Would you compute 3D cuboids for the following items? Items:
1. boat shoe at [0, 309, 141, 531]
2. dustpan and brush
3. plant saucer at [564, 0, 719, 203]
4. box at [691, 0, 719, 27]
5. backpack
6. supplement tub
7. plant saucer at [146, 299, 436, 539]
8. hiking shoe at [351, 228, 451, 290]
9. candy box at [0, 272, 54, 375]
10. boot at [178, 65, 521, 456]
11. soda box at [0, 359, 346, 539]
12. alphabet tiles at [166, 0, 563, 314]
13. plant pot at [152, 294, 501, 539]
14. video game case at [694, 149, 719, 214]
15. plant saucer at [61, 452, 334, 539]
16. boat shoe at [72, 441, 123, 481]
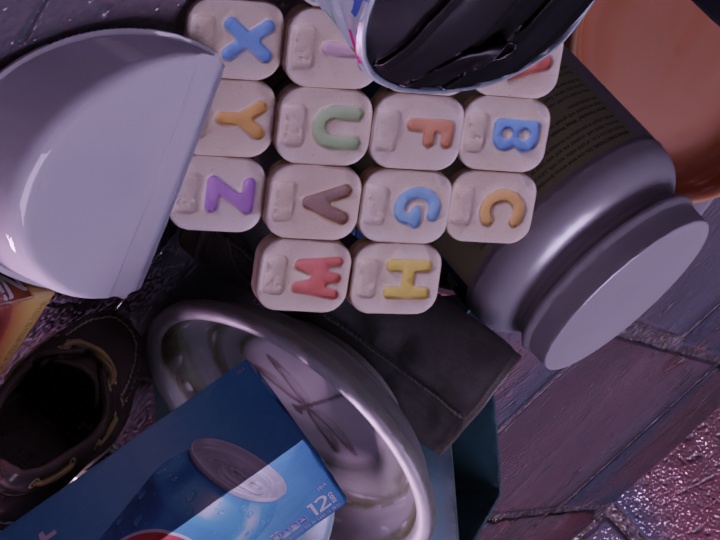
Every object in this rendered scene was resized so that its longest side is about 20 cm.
[{"bbox_3d":[-0.163,0.073,0.940,0.060,0.072,0.200,-48,-176,31],"label":"boat shoe"},{"bbox_3d":[-0.160,-0.051,0.779,0.200,0.057,0.140,-7,124,-59],"label":"dustpan and brush"},{"bbox_3d":[0.210,-0.144,1.131,0.200,0.200,0.037,-33,-156,-19],"label":"plant saucer"},{"bbox_3d":[0.224,-0.199,0.941,0.124,0.200,0.197,-49,159,20],"label":"box"},{"bbox_3d":[0.053,-0.178,0.746,0.177,0.151,0.200,-7,135,-49],"label":"backpack"},{"bbox_3d":[0.090,-0.056,1.002,0.145,0.200,0.145,-35,160,-15],"label":"supplement tub"},{"bbox_3d":[-0.031,0.081,0.987,0.050,0.200,0.200,-49,167,-30],"label":"plant saucer"},{"bbox_3d":[0.010,-0.021,1.104,0.200,0.087,0.074,-13,146,-54],"label":"hiking shoe"},{"bbox_3d":[-0.251,0.069,0.865,0.117,0.056,0.200,-14,147,-55],"label":"candy box"},{"bbox_3d":[0.002,-0.002,0.954,0.073,0.200,0.182,-41,166,-32],"label":"boot"},{"bbox_3d":[-0.112,0.137,0.860,0.200,0.068,0.064,-36,137,-5],"label":"soda box"},{"bbox_3d":[0.004,-0.072,0.871,0.195,0.015,0.200,3,109,-17],"label":"alphabet tiles"},{"bbox_3d":[-0.023,0.100,1.114,0.200,0.142,0.141,-3,-170,15],"label":"plant pot"},{"bbox_3d":[0.200,-0.062,1.254,0.200,0.022,0.182,-48,-160,-27],"label":"video game case"},{"bbox_3d":[-0.110,0.151,0.954,0.201,0.039,0.201,-20,135,-21],"label":"plant saucer"},{"bbox_3d":[-0.171,0.130,1.049,0.062,0.075,0.200,-49,-168,-30],"label":"boat shoe"}]
